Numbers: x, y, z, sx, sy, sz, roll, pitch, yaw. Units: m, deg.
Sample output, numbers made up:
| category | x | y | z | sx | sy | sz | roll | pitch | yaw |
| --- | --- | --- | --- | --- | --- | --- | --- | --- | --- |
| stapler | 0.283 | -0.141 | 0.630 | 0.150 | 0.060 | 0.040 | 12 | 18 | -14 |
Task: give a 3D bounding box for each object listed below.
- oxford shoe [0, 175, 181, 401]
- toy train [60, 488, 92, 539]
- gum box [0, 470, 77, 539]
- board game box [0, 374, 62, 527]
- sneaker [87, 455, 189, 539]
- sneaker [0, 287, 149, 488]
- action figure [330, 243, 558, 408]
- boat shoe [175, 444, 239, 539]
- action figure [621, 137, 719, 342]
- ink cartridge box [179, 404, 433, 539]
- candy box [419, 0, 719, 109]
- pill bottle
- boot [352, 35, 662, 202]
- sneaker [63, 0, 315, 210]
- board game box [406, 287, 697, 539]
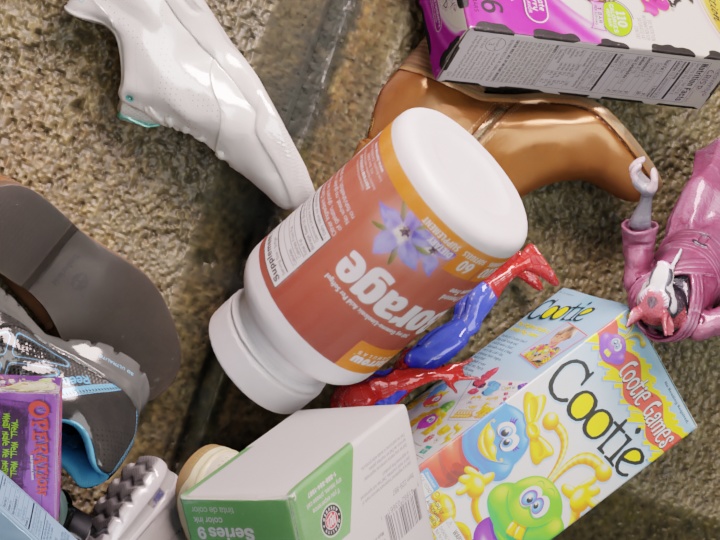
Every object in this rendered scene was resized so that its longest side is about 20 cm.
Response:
| category | x | y | z | sx | sy | sz | roll | pitch | yaw |
| --- | --- | --- | --- | --- | --- | --- | --- | --- | --- |
| oxford shoe | -0.183 | 0.006 | 1.287 | 0.071 | 0.071 | 0.200 | -44 | 125 | -10 |
| toy train | -0.267 | 0.144 | 1.260 | 0.200 | 0.085 | 0.114 | 31 | 94 | -21 |
| gum box | -0.231 | 0.213 | 1.193 | 0.170 | 0.045 | 0.200 | -41 | 107 | 11 |
| board game box | -0.237 | 0.156 | 1.208 | 0.120 | 0.032 | 0.201 | 5 | 110 | -1 |
| sneaker | -0.163 | 0.220 | 1.308 | 0.082 | 0.075 | 0.200 | 40 | 81 | -19 |
| sneaker | -0.223 | 0.061 | 1.225 | 0.199 | 0.073 | 0.082 | 23 | 46 | -13 |
| action figure | 0.045 | 0.060 | 1.375 | 0.200 | 0.065 | 0.052 | -35 | 97 | -11 |
| boat shoe | -0.060 | 0.203 | 1.328 | 0.072 | 0.065 | 0.201 | -42 | 129 | -38 |
| action figure | 0.216 | -0.004 | 1.370 | 0.134 | 0.149 | 0.200 | 43 | 44 | 8 |
| ink cartridge box | -0.019 | 0.200 | 1.242 | 0.145 | 0.087 | 0.201 | -34 | 114 | -56 |
| candy box | 0.139 | -0.185 | 1.352 | 0.199 | 0.061 | 0.137 | 4 | 58 | -22 |
| pill bottle | 0.000 | 0.000 | 1.289 | 0.112 | 0.112 | 0.200 | 38 | 117 | -21 |
| boot | 0.092 | -0.060 | 1.373 | 0.200 | 0.077 | 0.156 | 34 | 82 | -19 |
| sneaker | -0.109 | -0.110 | 1.303 | 0.088 | 0.075 | 0.200 | -35 | 102 | -1 |
| board game box | 0.107 | 0.115 | 1.386 | 0.200 | 0.105 | 0.103 | -36 | 107 | -13 |
